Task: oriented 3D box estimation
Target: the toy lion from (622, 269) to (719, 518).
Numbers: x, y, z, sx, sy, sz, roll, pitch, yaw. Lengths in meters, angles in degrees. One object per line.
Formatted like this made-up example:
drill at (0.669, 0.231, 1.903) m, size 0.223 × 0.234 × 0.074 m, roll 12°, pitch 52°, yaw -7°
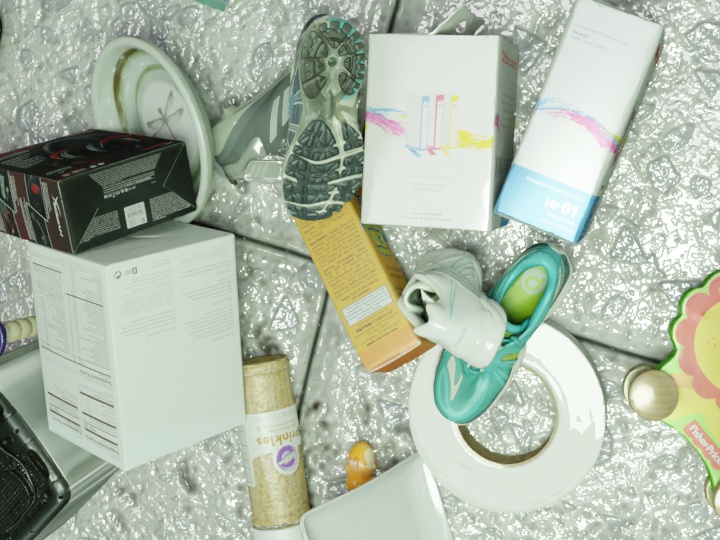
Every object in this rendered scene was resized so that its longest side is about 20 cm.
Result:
toy lion at (0.360, 0.107, 0.990) m, size 0.191 × 0.069 × 0.201 m, roll -39°, pitch 84°, yaw 8°

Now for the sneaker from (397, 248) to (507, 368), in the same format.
sneaker at (0.074, 0.019, 0.989) m, size 0.080 × 0.200 × 0.071 m, roll 20°, pitch 105°, yaw -16°

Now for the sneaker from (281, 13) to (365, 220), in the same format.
sneaker at (-0.035, -0.147, 1.008) m, size 0.077 × 0.086 × 0.202 m, roll 4°, pitch 115°, yaw -14°

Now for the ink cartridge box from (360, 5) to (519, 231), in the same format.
ink cartridge box at (0.079, -0.143, 1.007) m, size 0.124 × 0.128 × 0.202 m, roll 4°, pitch 95°, yaw 15°

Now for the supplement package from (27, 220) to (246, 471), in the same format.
supplement package at (-0.222, 0.064, 1.058) m, size 0.150 × 0.151 × 0.202 m, roll 13°, pitch 111°, yaw 43°

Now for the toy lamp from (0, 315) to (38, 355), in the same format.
toy lamp at (-0.338, 0.055, 1.105) m, size 0.058 × 0.200 × 0.059 m, roll 1°, pitch 94°, yaw 15°

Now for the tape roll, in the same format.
tape roll at (0.146, 0.140, 1.060) m, size 0.201 × 0.037 × 0.205 m, roll 1°, pitch 95°, yaw 16°

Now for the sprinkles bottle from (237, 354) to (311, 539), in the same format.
sprinkles bottle at (-0.094, 0.194, 1.118) m, size 0.068 × 0.068 × 0.202 m, roll -8°, pitch 93°, yaw 16°

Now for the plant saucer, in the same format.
plant saucer at (-0.206, -0.148, 1.102) m, size 0.199 × 0.050 × 0.202 m, roll 26°, pitch 128°, yaw 38°

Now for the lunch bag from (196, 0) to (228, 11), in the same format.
lunch bag at (-0.196, -0.389, 1.068) m, size 0.199 × 0.122 × 0.171 m, roll 37°, pitch 106°, yaw 18°

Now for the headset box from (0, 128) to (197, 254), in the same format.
headset box at (-0.286, -0.086, 1.068) m, size 0.199 × 0.148 × 0.076 m, roll 14°, pitch 118°, yaw 44°

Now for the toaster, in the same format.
toaster at (-0.372, 0.191, 1.153) m, size 0.181 × 0.118 × 0.200 m, roll 49°, pitch 124°, yaw 6°

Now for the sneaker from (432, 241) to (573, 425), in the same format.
sneaker at (0.127, 0.058, 0.999) m, size 0.077 × 0.080 × 0.201 m, roll 33°, pitch 103°, yaw 11°

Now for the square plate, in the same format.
square plate at (0.027, 0.302, 1.038) m, size 0.028 × 0.199 × 0.200 m, roll -16°, pitch 91°, yaw 41°

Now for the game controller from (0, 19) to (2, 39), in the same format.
game controller at (-0.473, -0.215, 1.201) m, size 0.104 × 0.042 × 0.202 m, roll 24°, pitch 100°, yaw 12°

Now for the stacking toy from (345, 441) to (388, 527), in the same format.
stacking toy at (-0.005, 0.279, 1.095) m, size 0.109 × 0.116 × 0.202 m, roll 4°, pitch 82°, yaw 23°

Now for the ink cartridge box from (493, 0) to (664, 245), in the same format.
ink cartridge box at (0.203, -0.134, 0.963) m, size 0.084 × 0.144 × 0.202 m, roll 22°, pitch 101°, yaw 13°

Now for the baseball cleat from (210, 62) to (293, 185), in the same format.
baseball cleat at (-0.066, -0.156, 1.086) m, size 0.199 × 0.070 × 0.107 m, roll -29°, pitch 93°, yaw 26°

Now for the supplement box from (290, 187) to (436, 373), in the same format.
supplement box at (0.000, 0.000, 1.057) m, size 0.068 × 0.066 × 0.201 m, roll -32°, pitch 76°, yaw 15°
